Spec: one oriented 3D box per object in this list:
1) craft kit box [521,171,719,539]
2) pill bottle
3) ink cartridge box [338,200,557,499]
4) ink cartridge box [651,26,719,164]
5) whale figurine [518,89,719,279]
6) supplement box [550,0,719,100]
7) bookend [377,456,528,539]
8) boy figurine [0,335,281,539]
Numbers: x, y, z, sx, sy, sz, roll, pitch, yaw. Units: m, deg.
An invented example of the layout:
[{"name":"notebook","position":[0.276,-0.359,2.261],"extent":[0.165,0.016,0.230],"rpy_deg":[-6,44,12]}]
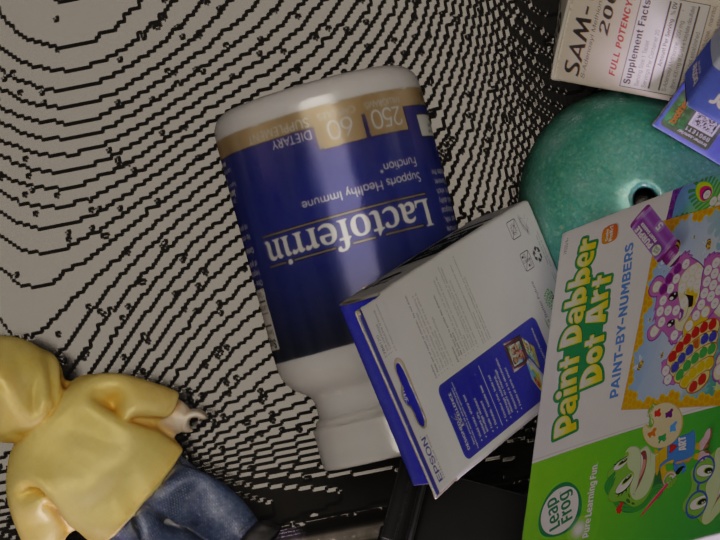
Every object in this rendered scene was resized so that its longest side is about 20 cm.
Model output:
[{"name":"craft kit box","position":[0.167,0.046,1.098],"extent":[0.048,0.197,0.201],"rpy_deg":[29,55,-30]},{"name":"pill bottle","position":[0.000,0.000,1.260],"extent":[0.115,0.116,0.201],"rpy_deg":[-16,89,0]},{"name":"ink cartridge box","position":[0.048,0.039,1.171],"extent":[0.039,0.200,0.100],"rpy_deg":[-19,95,31]},{"name":"ink cartridge box","position":[0.247,-0.112,1.168],"extent":[0.119,0.042,0.200],"rpy_deg":[29,122,-11]},{"name":"whale figurine","position":[0.185,-0.043,1.263],"extent":[0.199,0.104,0.160],"rpy_deg":[-9,88,3]},{"name":"supplement box","position":[0.207,-0.146,1.252],"extent":[0.199,0.126,0.074],"rpy_deg":[11,131,1]},{"name":"bookend","position":[0.093,0.200,1.211],"extent":[0.198,0.092,0.201],"rpy_deg":[14,128,3]},{"name":"boy figurine","position":[-0.144,0.111,1.285],"extent":[0.200,0.064,0.125],"rpy_deg":[37,89,2]}]
